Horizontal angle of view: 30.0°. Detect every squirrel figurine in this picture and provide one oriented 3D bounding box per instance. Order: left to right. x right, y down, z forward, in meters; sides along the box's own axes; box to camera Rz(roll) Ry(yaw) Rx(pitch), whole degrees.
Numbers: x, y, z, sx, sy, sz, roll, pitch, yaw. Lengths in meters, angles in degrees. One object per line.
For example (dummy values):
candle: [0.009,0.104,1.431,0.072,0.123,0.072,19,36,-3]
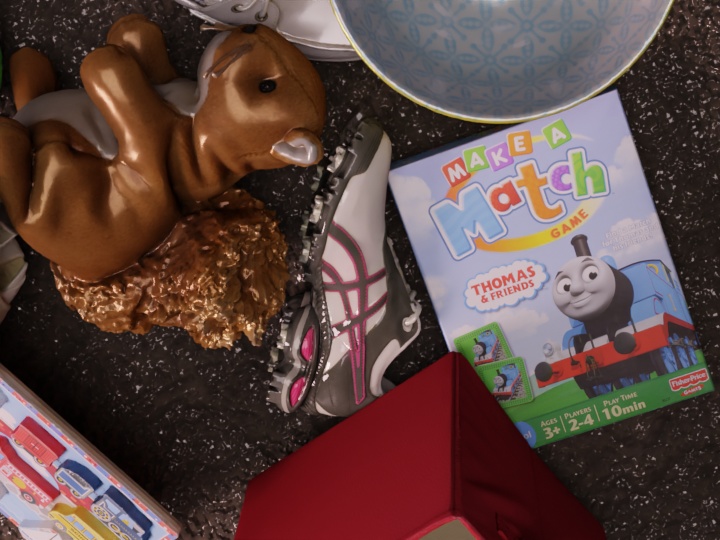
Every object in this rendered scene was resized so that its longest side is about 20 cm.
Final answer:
squirrel figurine: [-0.103,-0.055,0.801,0.186,0.142,0.200,-15,110,2]

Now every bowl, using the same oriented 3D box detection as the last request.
bowl: [0.080,-0.189,0.768,0.200,0.108,0.201,1,102,3]

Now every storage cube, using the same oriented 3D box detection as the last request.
storage cube: [0.039,0.189,0.791,0.200,0.180,0.171,-35,108,17]

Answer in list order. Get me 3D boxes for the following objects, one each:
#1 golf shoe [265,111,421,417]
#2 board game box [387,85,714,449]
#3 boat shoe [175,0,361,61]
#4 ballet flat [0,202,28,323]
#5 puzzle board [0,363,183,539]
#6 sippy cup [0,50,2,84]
golf shoe: [0.000,0.000,0.831,0.088,0.077,0.200,11,116,-5]
board game box: [0.119,0.004,0.844,0.151,0.037,0.200,-19,99,8]
boat shoe: [-0.072,-0.174,0.799,0.200,0.069,0.071,18,99,-2]
ballet flat: [-0.229,-0.005,0.798,0.069,0.200,0.070,2,74,-8]
puzzle board: [-0.219,0.123,0.851,0.200,0.017,0.151,43,139,-6]
sippy cup: [-0.298,-0.125,0.771,0.178,0.130,0.140,16,88,17]
